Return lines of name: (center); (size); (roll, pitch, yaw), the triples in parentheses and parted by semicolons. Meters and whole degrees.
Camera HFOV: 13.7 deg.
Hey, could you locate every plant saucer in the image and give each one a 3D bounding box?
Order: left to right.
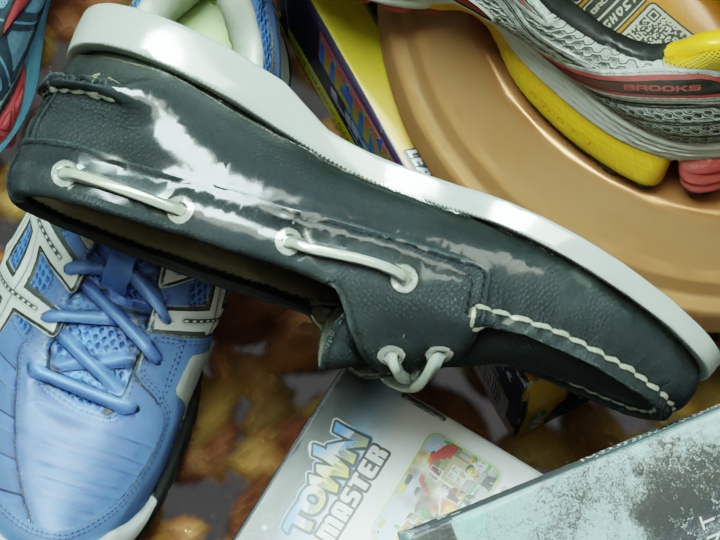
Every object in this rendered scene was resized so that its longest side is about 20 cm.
plant saucer: (0.105, -0.082, 0.872); (0.199, 0.037, 0.201); (1, 68, -3)

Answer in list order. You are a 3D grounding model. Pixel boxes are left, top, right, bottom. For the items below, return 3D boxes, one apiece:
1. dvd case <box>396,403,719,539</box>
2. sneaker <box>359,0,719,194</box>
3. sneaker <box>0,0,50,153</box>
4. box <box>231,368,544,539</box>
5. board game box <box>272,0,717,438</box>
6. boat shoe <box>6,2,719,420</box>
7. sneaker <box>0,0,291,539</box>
dvd case: (0.126, 0.103, 0.821); (0.199, 0.022, 0.147); (-20, 91, -10)
sneaker: (0.038, -0.106, 0.814); (0.199, 0.082, 0.078); (33, 71, 9)
sneaker: (-0.120, -0.111, 0.900); (0.079, 0.096, 0.201); (24, 70, 7)
box: (-0.009, 0.136, 0.843); (0.110, 0.035, 0.201); (31, 71, 9)
board game box: (0.072, -0.074, 0.916); (0.165, 0.057, 0.201); (-27, 73, -11)
boat shoe: (0.000, 0.000, 0.814); (0.199, 0.076, 0.061); (26, 75, 2)
sneaker: (-0.072, -0.007, 0.873); (0.075, 0.077, 0.201); (14, 71, 1)
